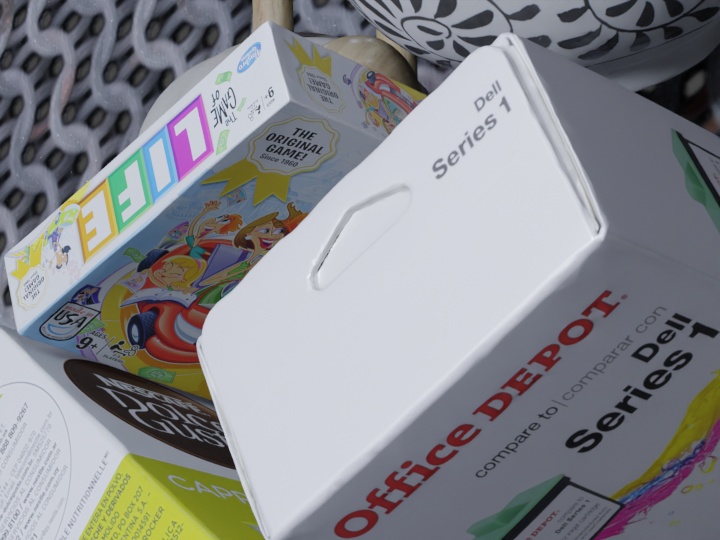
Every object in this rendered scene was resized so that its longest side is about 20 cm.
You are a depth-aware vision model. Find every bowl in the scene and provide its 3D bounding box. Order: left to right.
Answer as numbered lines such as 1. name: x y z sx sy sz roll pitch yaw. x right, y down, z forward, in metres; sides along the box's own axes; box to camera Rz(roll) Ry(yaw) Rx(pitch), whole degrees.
1. bowl: 0.074 -0.117 0.907 0.201 0.201 0.094 15 128 49

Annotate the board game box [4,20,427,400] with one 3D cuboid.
1. board game box: 0.000 0.000 0.880 0.134 0.200 0.034 -39 48 30

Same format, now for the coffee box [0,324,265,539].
1. coffee box: -0.050 0.164 0.863 0.198 0.200 0.200 37 102 49

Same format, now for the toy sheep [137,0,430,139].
1. toy sheep: -0.027 -0.027 0.981 0.200 0.138 0.138 125 147 -59

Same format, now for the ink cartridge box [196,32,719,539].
1. ink cartridge box: 0.074 0.033 0.786 0.145 0.200 0.084 -44 46 26
